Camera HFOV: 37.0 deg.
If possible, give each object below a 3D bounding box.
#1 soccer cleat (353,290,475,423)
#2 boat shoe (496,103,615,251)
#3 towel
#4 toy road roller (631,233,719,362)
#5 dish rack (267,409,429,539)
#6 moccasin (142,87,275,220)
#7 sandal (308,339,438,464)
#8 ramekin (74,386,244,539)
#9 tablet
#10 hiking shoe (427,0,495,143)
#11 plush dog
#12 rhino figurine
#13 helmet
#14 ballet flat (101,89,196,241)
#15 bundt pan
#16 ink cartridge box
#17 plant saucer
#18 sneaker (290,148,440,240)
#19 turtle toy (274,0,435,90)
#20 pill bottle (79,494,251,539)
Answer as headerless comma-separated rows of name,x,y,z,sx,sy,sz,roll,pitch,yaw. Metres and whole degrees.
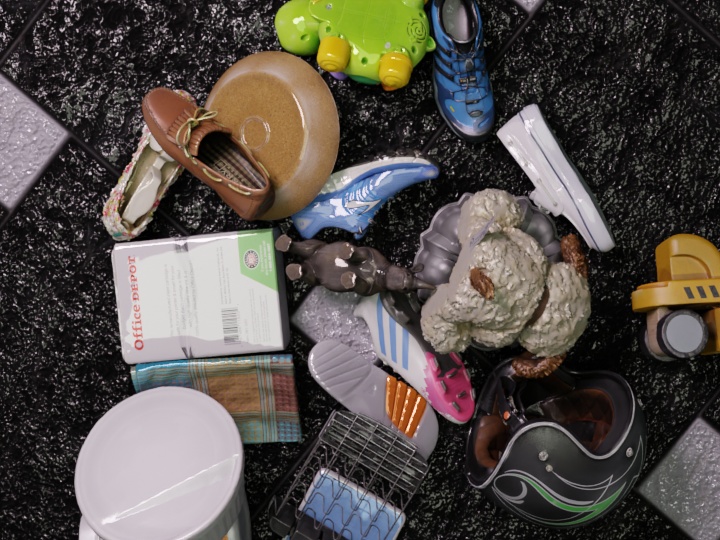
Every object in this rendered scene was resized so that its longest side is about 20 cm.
soccer cleat,0.066,0.105,1.330,0.086,0.070,0.202,-34,88,43
boat shoe,0.238,-0.103,1.318,0.066,0.073,0.202,-31,84,17
towel,-0.174,0.164,1.323,0.196,0.022,0.148,-3,129,1
toy road roller,0.427,0.031,1.295,0.196,0.123,0.149,-3,83,2
dish rack,-0.013,0.269,1.320,0.152,0.055,0.202,30,104,-2
moccasin,-0.178,-0.144,1.245,0.073,0.078,0.202,-34,71,-24
sandal,0.013,0.157,1.337,0.206,0.059,0.080,43,74,-14
ramekin,-0.225,0.247,1.254,0.198,0.095,0.205,-4,52,5
tablet,-0.041,0.368,1.377,0.129,0.014,0.202,28,95,-1
hiking shoe,0.117,-0.252,1.292,0.073,0.087,0.203,-14,94,2
plush dog,0.183,0.027,1.212,0.169,0.160,0.203,20,94,-16
rhino figurine,0.000,0.000,1.268,0.197,0.087,0.061,11,87,26
helmet,0.238,0.206,1.274,0.188,0.200,0.203,17,94,-12
ballet flat,-0.247,-0.124,1.310,0.075,0.064,0.202,26,89,-26
bundt pan,0.163,0.002,1.317,0.198,0.076,0.206,0,93,1
ink cartridge box,-0.192,0.029,1.318,0.196,0.084,0.149,-5,93,2
plant saucer,-0.120,-0.162,1.289,0.197,0.035,0.204,1,92,26
sneaker,0.007,-0.090,1.319,0.197,0.079,0.090,-18,101,10
turtle toy,-0.006,-0.285,1.284,0.196,0.101,0.148,13,72,2
pill bottle,-0.239,0.325,1.327,0.196,0.112,0.114,-8,94,2
